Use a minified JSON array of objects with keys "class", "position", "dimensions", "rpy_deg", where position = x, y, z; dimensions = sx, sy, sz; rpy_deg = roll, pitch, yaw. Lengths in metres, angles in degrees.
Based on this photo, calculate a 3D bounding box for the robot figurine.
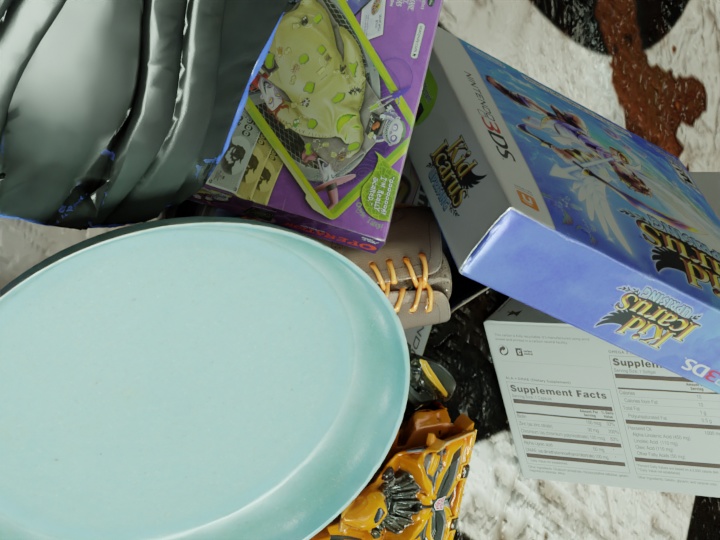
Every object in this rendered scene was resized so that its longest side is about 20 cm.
[{"class":"robot figurine","position":[-0.020,0.110,0.964],"dimensions":[0.200,0.058,0.146],"rpy_deg":[-7,114,-44]}]

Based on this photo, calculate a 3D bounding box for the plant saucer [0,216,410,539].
[{"class":"plant saucer","position":[-0.078,0.054,0.808],"dimensions":[0.200,0.200,0.027],"rpy_deg":[52,8,-42]}]

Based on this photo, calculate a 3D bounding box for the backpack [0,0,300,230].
[{"class":"backpack","position":[-0.105,-0.125,0.755],"dimensions":[0.162,0.168,0.201],"rpy_deg":[10,113,-22]}]

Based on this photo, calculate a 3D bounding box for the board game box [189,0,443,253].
[{"class":"board game box","position":[-0.024,-0.119,0.944],"dimensions":[0.032,0.120,0.201],"rpy_deg":[120,-15,-73]}]

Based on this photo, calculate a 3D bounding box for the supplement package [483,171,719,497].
[{"class":"supplement package","position":[0.195,0.032,1.218],"dimensions":[0.200,0.155,0.111],"rpy_deg":[-43,125,-45]}]

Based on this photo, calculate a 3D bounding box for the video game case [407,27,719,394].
[{"class":"video game case","position":[0.115,-0.031,1.047],"dimensions":[0.200,0.045,0.182],"rpy_deg":[24,27,-30]}]

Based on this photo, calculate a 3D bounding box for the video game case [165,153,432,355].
[{"class":"video game case","position":[-0.023,-0.003,1.015],"dimensions":[0.200,0.025,0.181],"rpy_deg":[46,55,-46]}]

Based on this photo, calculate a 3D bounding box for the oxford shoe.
[{"class":"oxford shoe","position":[0.000,0.000,0.962],"dimensions":[0.200,0.073,0.072],"rpy_deg":[-19,107,-53]}]
